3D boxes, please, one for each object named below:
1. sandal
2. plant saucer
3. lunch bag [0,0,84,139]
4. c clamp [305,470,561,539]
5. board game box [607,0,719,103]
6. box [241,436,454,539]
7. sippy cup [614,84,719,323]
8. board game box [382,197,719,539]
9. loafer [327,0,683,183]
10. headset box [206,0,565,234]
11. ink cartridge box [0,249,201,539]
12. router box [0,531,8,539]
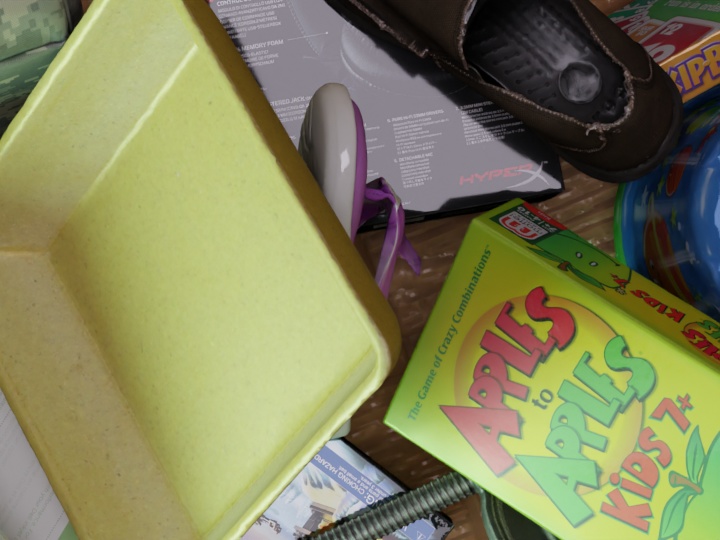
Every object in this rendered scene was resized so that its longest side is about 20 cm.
[{"bbox_3d":[-0.001,-0.006,1.104,0.049,0.203,0.083,-4,56,-7],"label":"sandal"},{"bbox_3d":[-0.070,0.008,1.047,0.200,0.048,0.201,-49,63,40],"label":"plant saucer"},{"bbox_3d":[-0.210,-0.117,1.113,0.167,0.200,0.140,-22,86,-7],"label":"lunch bag"},{"bbox_3d":[0.013,0.131,1.146,0.199,0.027,0.171,-30,64,0],"label":"c clamp"},{"bbox_3d":[0.177,-0.122,1.175,0.199,0.096,0.030,-27,110,-2],"label":"board game box"},{"bbox_3d":[-0.077,0.107,1.194,0.199,0.040,0.137,37,89,0],"label":"box"},{"bbox_3d":[0.182,-0.021,1.148,0.139,0.130,0.179,24,88,-1],"label":"sippy cup"},{"bbox_3d":[0.116,0.067,1.084,0.199,0.048,0.102,32,116,18],"label":"board game box"},{"bbox_3d":[0.049,-0.115,1.101,0.199,0.071,0.073,34,88,11],"label":"loafer"},{"bbox_3d":[-0.001,-0.118,1.182,0.148,0.077,0.202,-11,88,-1],"label":"headset box"},{"bbox_3d":[-0.141,0.059,1.144,0.199,0.048,0.146,31,87,20],"label":"ink cartridge box"},{"bbox_3d":[-0.242,0.105,1.129,0.200,0.179,0.049,49,49,1],"label":"router box"}]
